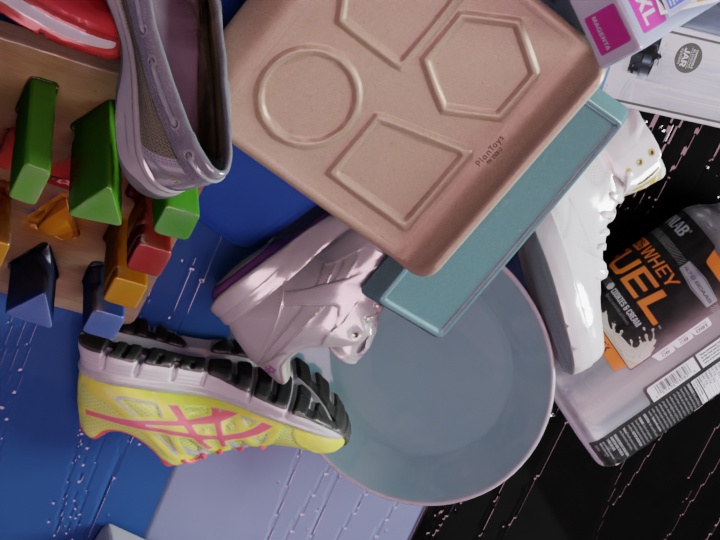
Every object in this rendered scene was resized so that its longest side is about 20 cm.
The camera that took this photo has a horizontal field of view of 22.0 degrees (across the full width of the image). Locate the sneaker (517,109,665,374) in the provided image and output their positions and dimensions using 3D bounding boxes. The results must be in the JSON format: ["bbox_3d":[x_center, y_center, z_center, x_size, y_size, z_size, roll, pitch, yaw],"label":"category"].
[{"bbox_3d":[0.162,-0.039,1.257,0.114,0.074,0.202,-13,85,-11],"label":"sneaker"}]

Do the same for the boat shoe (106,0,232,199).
[{"bbox_3d":[-0.106,-0.146,1.079,0.074,0.064,0.204,9,76,-47],"label":"boat shoe"}]

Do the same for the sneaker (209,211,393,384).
[{"bbox_3d":[0.000,0.000,1.248,0.199,0.075,0.100,-33,94,12],"label":"sneaker"}]

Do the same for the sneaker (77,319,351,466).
[{"bbox_3d":[-0.105,0.098,1.288,0.198,0.078,0.091,16,113,-5],"label":"sneaker"}]

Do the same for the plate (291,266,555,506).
[{"bbox_3d":[0.041,0.066,1.299,0.198,0.026,0.203,4,103,17],"label":"plate"}]

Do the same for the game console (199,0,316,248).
[{"bbox_3d":[-0.082,-0.137,1.214,0.199,0.118,0.172,37,70,-27],"label":"game console"}]

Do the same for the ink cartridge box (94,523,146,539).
[{"bbox_3d":[-0.166,0.319,1.336,0.144,0.145,0.201,27,105,-24],"label":"ink cartridge box"}]

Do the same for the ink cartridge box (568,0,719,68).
[{"bbox_3d":[0.186,-0.215,1.152,0.199,0.042,0.120,-33,97,-45],"label":"ink cartridge box"}]

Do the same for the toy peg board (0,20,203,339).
[{"bbox_3d":[-0.201,-0.034,1.152,0.198,0.098,0.200,16,129,-20],"label":"toy peg board"}]

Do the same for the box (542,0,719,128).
[{"bbox_3d":[0.216,-0.144,1.234,0.198,0.117,0.061,9,112,-19],"label":"box"}]

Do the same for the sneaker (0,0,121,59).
[{"bbox_3d":[-0.198,-0.218,1.091,0.199,0.078,0.116,32,100,-7],"label":"sneaker"}]

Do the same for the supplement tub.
[{"bbox_3d":[0.220,0.037,1.317,0.199,0.123,0.123,-35,118,3],"label":"supplement tub"}]

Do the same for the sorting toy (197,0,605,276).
[{"bbox_3d":[0.020,-0.119,1.131,0.199,0.037,0.185,36,108,-17],"label":"sorting toy"}]

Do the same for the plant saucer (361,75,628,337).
[{"bbox_3d":[0.087,-0.040,1.189,0.070,0.019,0.200,30,109,-27],"label":"plant saucer"}]
